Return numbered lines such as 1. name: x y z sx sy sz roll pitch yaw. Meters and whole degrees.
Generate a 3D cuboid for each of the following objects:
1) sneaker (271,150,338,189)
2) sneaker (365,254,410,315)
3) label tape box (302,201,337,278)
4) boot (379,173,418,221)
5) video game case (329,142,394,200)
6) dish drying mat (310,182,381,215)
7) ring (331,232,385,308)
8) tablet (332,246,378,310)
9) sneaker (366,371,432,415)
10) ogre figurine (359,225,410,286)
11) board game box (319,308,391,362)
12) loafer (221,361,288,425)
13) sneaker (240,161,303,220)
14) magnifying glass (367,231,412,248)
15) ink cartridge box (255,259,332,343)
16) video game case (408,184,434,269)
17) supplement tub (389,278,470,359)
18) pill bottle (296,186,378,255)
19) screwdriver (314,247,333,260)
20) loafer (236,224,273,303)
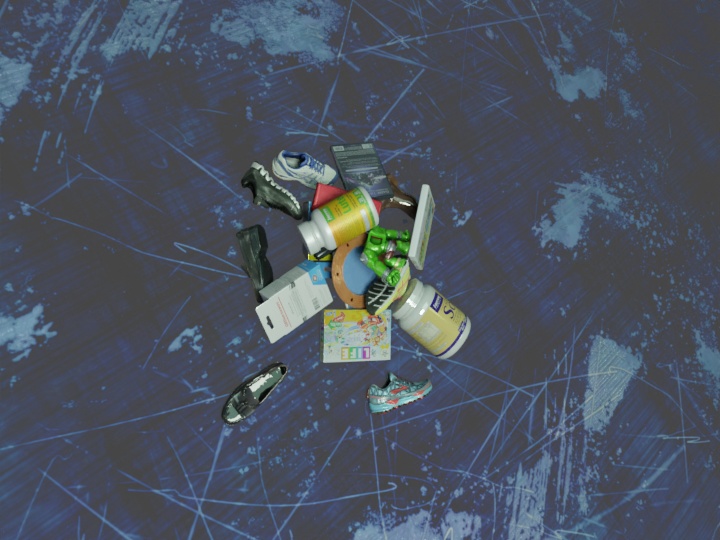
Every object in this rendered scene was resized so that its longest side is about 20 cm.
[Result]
1. sneaker: -0.146 -0.282 1.547 0.195 0.088 0.077 5 71 -24
2. sneaker: 0.086 0.055 1.515 0.201 0.077 0.091 -52 137 -29
3. label tape box: -0.086 -0.083 1.523 0.141 0.063 0.206 0 92 -24
4. boot: 0.067 -0.170 1.623 0.187 0.065 0.199 47 59 9
5. video game case: 0.004 -0.288 1.620 0.139 0.019 0.204 -9 64 -22
6. dish drying mat: -0.036 -0.174 1.498 0.196 0.018 0.079 14 89 -26
7. ring: 0.000 0.000 1.508 0.197 0.019 0.207 -2 94 -37
8. tablet: -0.004 0.027 1.525 0.128 0.014 0.205 -22 105 -34
9. sneaker: 0.107 0.316 1.496 0.196 0.079 0.098 -14 79 -27
10. ogre figurine: 0.066 -0.054 1.469 0.117 0.098 0.204 24 64 -4
11. board game box: -0.012 0.173 1.489 0.195 0.034 0.139 1 90 -24
12. loafer: -0.255 0.292 1.347 0.199 0.063 0.072 -41 93 -28
13. sneaker: -0.243 -0.195 1.493 0.200 0.066 0.091 44 66 -3
14. magnifying glass: 0.064 -0.084 1.622 0.195 0.022 0.082 3 74 -24
15. ink cartridge box: -0.178 0.076 1.409 0.198 0.067 0.118 -34 122 -24
16. video game case: 0.176 -0.119 1.584 0.022 0.182 0.206 10 82 15
17. supplement tub: 0.193 0.133 1.548 0.199 0.145 0.147 38 64 -10
18. pill bottle: -0.060 -0.123 1.427 0.197 0.111 0.113 -29 87 -9
19. screwdriver: -0.042 -0.091 1.486 0.198 0.029 0.028 -37 70 -13
20. loafer: -0.273 -0.012 1.434 0.070 0.073 0.206 -9 84 14
